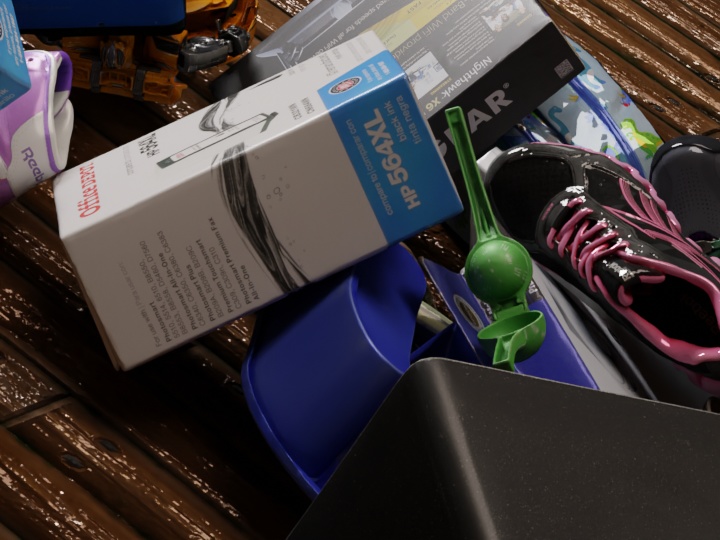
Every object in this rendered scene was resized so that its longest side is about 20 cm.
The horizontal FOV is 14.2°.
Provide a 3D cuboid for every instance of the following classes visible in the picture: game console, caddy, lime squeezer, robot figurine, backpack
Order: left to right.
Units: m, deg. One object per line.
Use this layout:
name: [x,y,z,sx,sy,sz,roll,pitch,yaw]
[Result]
game console: [-0.205,-0.204,1.753,0.198,0.171,0.119,-2,63,-1]
robot figurine: [-0.132,-0.159,1.862,0.144,0.059,0.200,11,24,9]
caddy: [0.006,0.072,1.538,0.141,0.105,0.200,45,18,-11]
lime squeezer: [0.066,0.004,1.506,0.071,0.038,0.201,45,25,-37]
backpack: [0.118,-0.067,1.853,0.200,0.164,0.154,36,49,22]

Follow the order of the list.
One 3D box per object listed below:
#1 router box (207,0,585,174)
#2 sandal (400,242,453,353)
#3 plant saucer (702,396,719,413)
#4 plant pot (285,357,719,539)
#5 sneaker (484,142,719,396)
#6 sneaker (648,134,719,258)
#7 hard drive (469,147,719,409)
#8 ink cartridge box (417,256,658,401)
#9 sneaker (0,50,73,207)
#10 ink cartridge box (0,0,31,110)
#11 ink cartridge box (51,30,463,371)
router box: [0.020,-0.120,1.800,0.052,0.200,0.157,48,6,-44]
sandal: [-0.001,-0.001,1.678,0.201,0.080,0.057,38,65,23]
plant saucer: [0.237,0.160,1.592,0.200,0.032,0.200,50,14,-17]
plant pot: [0.082,0.185,1.319,0.198,0.200,0.178,12,42,-28]
sneaker: [0.145,-0.006,1.606,0.200,0.079,0.095,37,12,18]
sneaker: [0.223,0.017,1.764,0.074,0.201,0.088,-13,27,16]
hard drive: [0.144,0.028,1.729,0.027,0.132,0.200,-38,62,-24]
ink cartridge box: [0.130,0.082,1.573,0.200,0.041,0.200,32,24,-58]
sneaker: [-0.223,-0.108,1.636,0.114,0.073,0.201,-25,53,-6]
ink cartridge box: [-0.296,-0.155,1.505,0.200,0.144,0.148,34,33,-52]
ink cartridge box: [-0.059,-0.040,1.541,0.146,0.199,0.085,-119,-175,-74]
